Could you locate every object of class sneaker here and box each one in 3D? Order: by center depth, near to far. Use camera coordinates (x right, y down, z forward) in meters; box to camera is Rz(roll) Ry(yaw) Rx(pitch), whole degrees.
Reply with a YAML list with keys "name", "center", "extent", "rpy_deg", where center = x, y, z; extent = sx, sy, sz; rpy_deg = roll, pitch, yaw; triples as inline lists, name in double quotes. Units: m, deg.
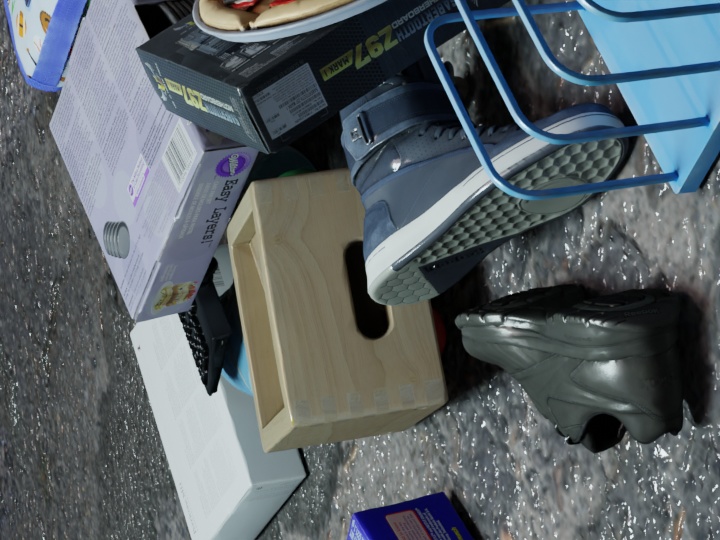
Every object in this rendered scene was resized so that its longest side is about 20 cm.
- name: "sneaker"
  center: [0.117, 0.057, 1.447]
  extent: [0.200, 0.076, 0.091]
  rpy_deg: [8, 112, 67]
- name: "sneaker"
  center: [0.063, -0.086, 1.481]
  extent: [0.202, 0.077, 0.146]
  rpy_deg: [-32, 57, 39]
- name: "sneaker"
  center: [-0.074, 0.007, 1.828]
  extent: [0.131, 0.080, 0.200]
  rpy_deg: [13, 108, 62]

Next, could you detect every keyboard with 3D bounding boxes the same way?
- name: "keyboard"
  center: [-0.141, -0.010, 1.848]
  extent: [0.104, 0.040, 0.200]
  rpy_deg: [104, 151, -45]

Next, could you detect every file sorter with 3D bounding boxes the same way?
- name: "file sorter"
  center: [0.129, -0.148, 1.294]
  extent: [0.200, 0.123, 0.139]
  rpy_deg: [114, 141, -49]

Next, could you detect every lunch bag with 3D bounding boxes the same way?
- name: "lunch bag"
  center: [-0.189, -0.248, 1.846]
  extent: [0.170, 0.124, 0.200]
  rpy_deg: [121, 170, -58]

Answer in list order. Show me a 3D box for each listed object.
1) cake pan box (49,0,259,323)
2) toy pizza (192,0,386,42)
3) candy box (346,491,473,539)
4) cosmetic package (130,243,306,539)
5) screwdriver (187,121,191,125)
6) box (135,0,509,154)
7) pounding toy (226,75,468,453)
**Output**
- name: "cake pan box"
  center: [-0.145, -0.096, 1.743]
  extent: [0.184, 0.052, 0.200]
  rpy_deg: [61, 146, 29]
- name: "toy pizza"
  center: [-0.011, -0.197, 1.496]
  extent: [0.200, 0.200, 0.032]
  rpy_deg: [27, 147, 60]
- name: "candy box"
  center: [0.041, 0.277, 1.667]
  extent: [0.169, 0.077, 0.200]
  rpy_deg: [57, 147, 42]
- name: "cosmetic package"
  center: [-0.114, 0.102, 1.973]
  extent: [0.151, 0.052, 0.200]
  rpy_deg: [-51, 52, 55]
- name: "screwdriver"
  center: [-0.074, -0.187, 1.633]
  extent: [0.028, 0.029, 0.200]
  rpy_deg: [22, 83, 40]
- name: "box"
  center: [-0.016, -0.152, 1.510]
  extent: [0.158, 0.200, 0.051]
  rpy_deg: [26, 146, 59]
- name: "pounding toy"
  center: [0.000, 0.000, 1.634]
  extent: [0.184, 0.142, 0.200]
  rpy_deg: [132, 129, -77]
